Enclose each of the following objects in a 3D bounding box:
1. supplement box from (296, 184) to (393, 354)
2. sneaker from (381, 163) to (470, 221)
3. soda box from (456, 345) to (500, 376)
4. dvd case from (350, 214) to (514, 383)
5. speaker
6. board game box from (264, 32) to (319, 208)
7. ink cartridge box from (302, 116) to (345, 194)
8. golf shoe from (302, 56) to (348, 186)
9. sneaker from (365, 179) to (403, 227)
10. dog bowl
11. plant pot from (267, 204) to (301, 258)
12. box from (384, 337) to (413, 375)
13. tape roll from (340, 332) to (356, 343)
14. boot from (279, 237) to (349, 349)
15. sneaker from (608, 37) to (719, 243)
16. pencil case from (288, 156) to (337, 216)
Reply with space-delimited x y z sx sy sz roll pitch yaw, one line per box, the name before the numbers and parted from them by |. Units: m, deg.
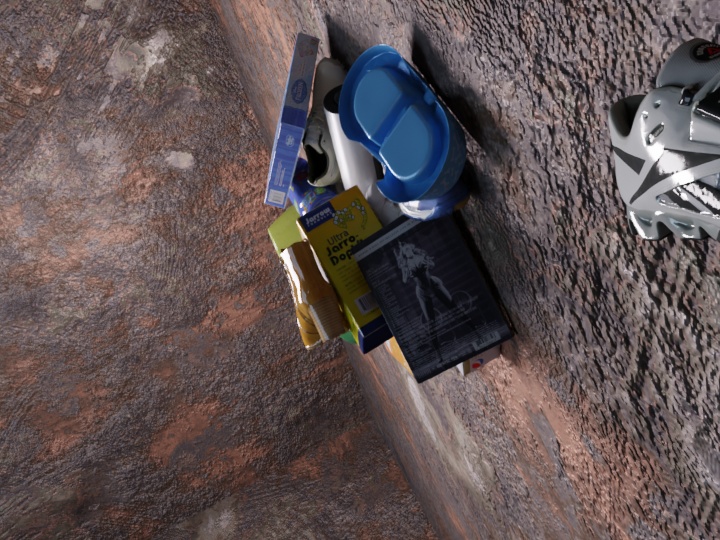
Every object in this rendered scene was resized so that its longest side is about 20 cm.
supplement box | 0.000 0.000 0.920 0.203 0.108 0.109 58 171 17
sneaker | 0.064 -0.128 0.752 0.200 0.074 0.090 50 162 60
soda box | 0.124 0.048 0.897 0.202 0.062 0.069 57 169 42
dvd case | 0.089 0.026 0.804 0.204 0.147 0.016 62 -155 4
speaker | -0.002 -0.187 0.973 0.082 0.079 0.203 56 167 43
board game box | -0.117 -0.247 1.039 0.201 0.042 0.204 117 162 -56
ink cartridge box | -0.036 -0.188 1.163 0.146 0.082 0.205 170 76 -80
golf shoe | -0.055 -0.233 1.000 0.076 0.097 0.206 11 117 27
sneaker | 0.069 -0.088 0.885 0.202 0.072 0.117 58 160 33
dog bowl | 0.047 -0.161 0.690 0.112 0.049 0.202 -51 53 30
plant pot | -0.135 -0.106 1.612 0.191 0.196 0.188 62 171 17
box | 0.090 0.091 1.103 0.127 0.095 0.200 67 172 -10
tape roll | 0.003 0.038 1.213 0.047 0.199 0.205 -12 106 41
boot | -0.070 0.033 0.894 0.201 0.069 0.147 130 117 -77
sneaker | 0.170 -0.063 0.275 0.090 0.073 0.200 64 171 -7
pencil case | -0.092 -0.134 1.116 0.201 0.076 0.089 -129 24 -51
